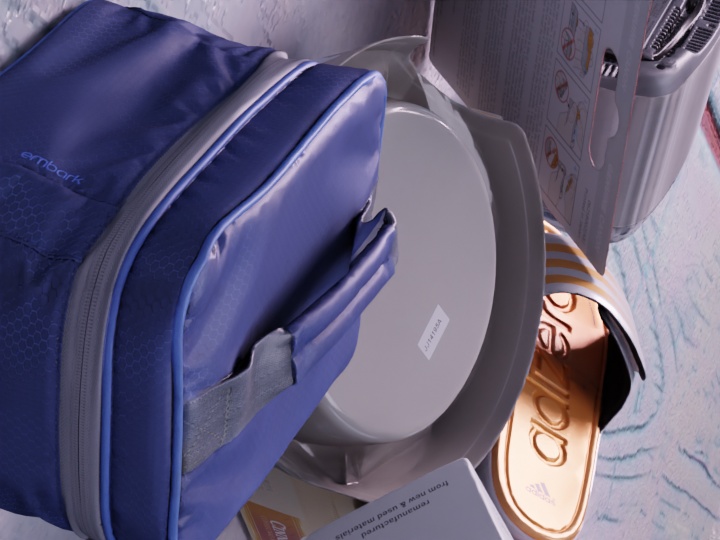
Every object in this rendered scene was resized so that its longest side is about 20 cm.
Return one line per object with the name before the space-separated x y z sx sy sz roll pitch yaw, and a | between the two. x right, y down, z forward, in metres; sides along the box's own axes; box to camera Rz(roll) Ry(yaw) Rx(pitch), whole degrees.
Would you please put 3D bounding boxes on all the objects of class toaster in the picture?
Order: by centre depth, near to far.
toaster | 0.144 -0.107 1.560 0.200 0.113 0.130 -58 161 -48

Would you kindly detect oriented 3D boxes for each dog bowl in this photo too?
dog bowl | 0.000 0.000 1.148 0.199 0.058 0.202 -8 100 -50

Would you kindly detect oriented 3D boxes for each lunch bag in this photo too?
lunch bag | -0.064 0.001 0.918 0.200 0.132 0.137 -51 153 -53

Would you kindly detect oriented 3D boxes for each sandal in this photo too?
sandal | 0.099 0.043 1.244 0.059 0.079 0.207 -43 -154 35

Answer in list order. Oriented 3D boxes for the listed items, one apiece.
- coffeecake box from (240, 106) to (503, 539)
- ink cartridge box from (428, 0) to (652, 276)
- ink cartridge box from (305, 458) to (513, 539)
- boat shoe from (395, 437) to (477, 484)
coffeecake box | 0.008 0.036 1.310 0.154 0.073 0.201 76 34 -61
ink cartridge box | 0.097 -0.120 1.281 0.057 0.200 0.163 -14 130 -24
ink cartridge box | 0.063 0.203 1.109 0.201 0.083 0.145 64 2 40
boat shoe | 0.050 0.093 1.267 0.074 0.076 0.200 -55 171 34
